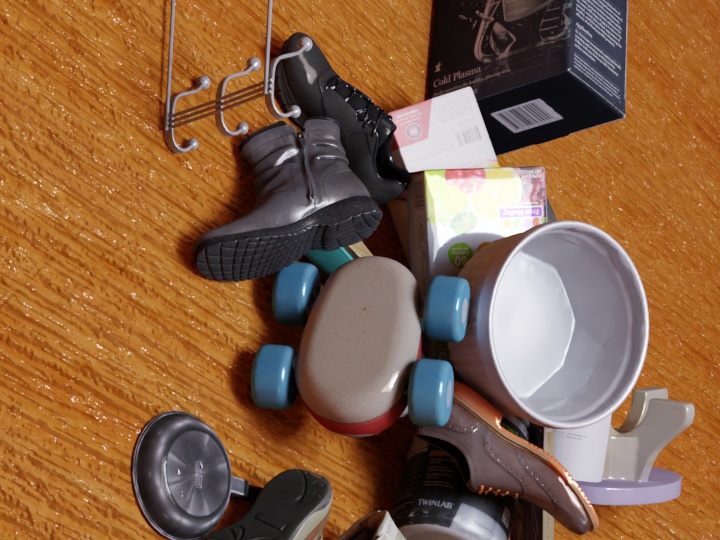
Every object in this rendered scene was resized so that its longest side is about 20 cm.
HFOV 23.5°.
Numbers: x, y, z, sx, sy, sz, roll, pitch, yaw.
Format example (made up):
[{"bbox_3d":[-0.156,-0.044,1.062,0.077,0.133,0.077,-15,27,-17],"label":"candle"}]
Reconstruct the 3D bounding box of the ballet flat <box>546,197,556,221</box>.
[{"bbox_3d":[0.182,-0.005,1.897,0.067,0.046,0.201,30,49,-32],"label":"ballet flat"}]

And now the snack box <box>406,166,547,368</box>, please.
[{"bbox_3d":[0.124,-0.005,1.775,0.141,0.053,0.202,-3,90,-22],"label":"snack box"}]

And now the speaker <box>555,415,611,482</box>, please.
[{"bbox_3d":[0.235,0.125,1.863,0.081,0.081,0.202,7,91,-51],"label":"speaker"}]

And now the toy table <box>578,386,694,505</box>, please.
[{"bbox_3d":[0.296,0.198,1.985,0.200,0.183,0.118,-4,99,-62],"label":"toy table"}]

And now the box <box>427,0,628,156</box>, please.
[{"bbox_3d":[0.190,-0.258,1.954,0.124,0.199,0.198,31,55,-42],"label":"box"}]

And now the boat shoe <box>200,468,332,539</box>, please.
[{"bbox_3d":[-0.091,0.259,1.525,0.200,0.075,0.074,-38,139,-38],"label":"boat shoe"}]

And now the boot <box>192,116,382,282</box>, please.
[{"bbox_3d":[-0.089,-0.071,1.642,0.199,0.070,0.132,-14,61,-29],"label":"boot"}]

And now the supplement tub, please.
[{"bbox_3d":[0.105,0.204,1.758,0.123,0.122,0.201,46,46,-33],"label":"supplement tub"}]

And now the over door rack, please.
[{"bbox_3d":[-0.119,-0.219,1.583,0.066,0.147,0.202,5,76,-49],"label":"over door rack"}]

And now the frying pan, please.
[{"bbox_3d":[-0.130,0.202,1.536,0.190,0.031,0.115,45,48,-31],"label":"frying pan"}]

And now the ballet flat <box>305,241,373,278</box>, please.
[{"bbox_3d":[0.000,0.000,1.739,0.200,0.068,0.063,54,28,-29],"label":"ballet flat"}]

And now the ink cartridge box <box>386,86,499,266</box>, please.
[{"bbox_3d":[0.091,-0.081,1.842,0.116,0.067,0.201,-20,91,-30],"label":"ink cartridge box"}]

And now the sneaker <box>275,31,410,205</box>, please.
[{"bbox_3d":[-0.012,-0.155,1.750,0.201,0.090,0.076,60,42,-18],"label":"sneaker"}]

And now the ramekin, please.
[{"bbox_3d":[0.177,0.054,1.706,0.199,0.105,0.202,1,87,-31],"label":"ramekin"}]

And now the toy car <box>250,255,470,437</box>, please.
[{"bbox_3d":[0.013,0.105,1.672,0.200,0.183,0.178,74,25,-55],"label":"toy car"}]

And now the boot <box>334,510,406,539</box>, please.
[{"bbox_3d":[0.066,0.288,1.639,0.155,0.199,0.072,59,5,-18],"label":"boot"}]

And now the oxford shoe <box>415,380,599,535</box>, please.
[{"bbox_3d":[0.140,0.197,1.671,0.200,0.071,0.073,39,70,10],"label":"oxford shoe"}]

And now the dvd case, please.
[{"bbox_3d":[0.179,0.256,1.815,0.016,0.149,0.202,0,90,-8],"label":"dvd case"}]
